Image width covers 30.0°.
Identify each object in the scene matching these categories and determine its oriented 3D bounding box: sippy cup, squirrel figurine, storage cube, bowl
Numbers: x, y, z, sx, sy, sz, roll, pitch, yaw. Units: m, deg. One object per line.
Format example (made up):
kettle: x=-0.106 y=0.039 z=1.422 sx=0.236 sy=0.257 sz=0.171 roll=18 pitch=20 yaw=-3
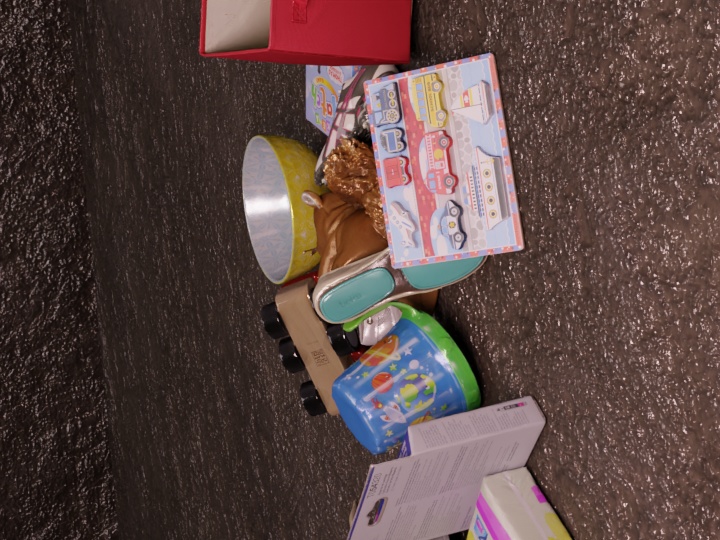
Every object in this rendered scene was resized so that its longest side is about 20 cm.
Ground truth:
sippy cup: x=0.043 y=0.133 z=1.495 sx=0.178 sy=0.130 sz=0.140 roll=51 pitch=163 yaw=20
squirrel figurine: x=0.007 y=-0.058 z=1.575 sx=0.187 sy=0.141 sz=0.200 roll=-123 pitch=40 yaw=-54
storage cube: x=-0.059 y=-0.318 z=1.484 sx=0.200 sy=0.179 sz=0.171 roll=12 pitch=100 yaw=59
bowl: x=-0.076 y=-0.088 z=1.786 sx=0.200 sy=0.107 sz=0.201 roll=170 pitch=90 yaw=-69

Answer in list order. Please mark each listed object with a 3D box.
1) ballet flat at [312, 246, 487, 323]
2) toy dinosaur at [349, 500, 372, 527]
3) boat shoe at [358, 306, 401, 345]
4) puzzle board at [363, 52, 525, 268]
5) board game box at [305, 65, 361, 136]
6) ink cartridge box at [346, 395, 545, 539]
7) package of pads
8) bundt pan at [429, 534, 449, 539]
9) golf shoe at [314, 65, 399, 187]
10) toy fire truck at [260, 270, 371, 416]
ballet flat: x=0.041 y=-0.003 z=1.456 sx=0.069 sy=0.200 sz=0.070 roll=-20 pitch=-90 yaw=-83
toy dinosaur: x=0.015 y=0.397 z=1.853 sx=0.088 sy=0.047 sz=0.200 roll=102 pitch=154 yaw=-57
boat shoe: x=0.000 y=0.000 z=1.682 sx=0.071 sy=0.069 sz=0.200 roll=115 pitch=142 yaw=-60
puzzle board: x=0.082 y=-0.110 z=1.377 sx=0.150 sy=0.017 sz=0.200 roll=-9 pitch=91 yaw=30
board game box: x=-0.026 y=-0.264 z=1.682 sx=0.151 sy=0.037 sz=0.200 roll=-136 pitch=41 yaw=-55
ink cartridge box: x=0.077 y=0.220 z=1.406 sx=0.197 sy=0.200 sz=0.043 roll=106 pitch=147 yaw=-47
package of pads: x=0.176 y=0.329 z=1.381 sx=0.200 sy=0.068 sz=0.155 roll=-121 pitch=30 yaw=-44
bundt pan: x=0.077 y=0.373 z=1.557 sx=0.202 sy=0.076 sz=0.202 roll=166 pitch=90 yaw=-87
golf shoe: x=0.000 y=-0.175 z=1.606 sx=0.200 sy=0.077 sz=0.088 roll=-51 pitch=45 yaw=45
toy fire truck: x=-0.047 y=0.079 z=1.763 sx=0.176 sy=0.128 sz=0.200 roll=64 pitch=-159 yaw=-14
